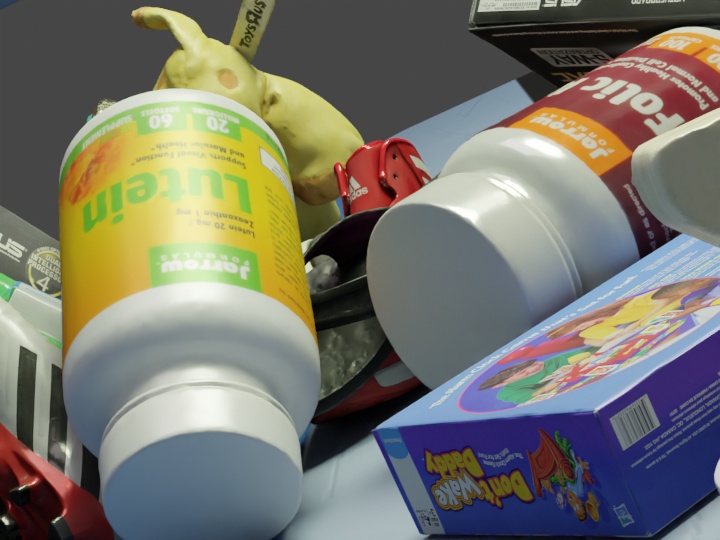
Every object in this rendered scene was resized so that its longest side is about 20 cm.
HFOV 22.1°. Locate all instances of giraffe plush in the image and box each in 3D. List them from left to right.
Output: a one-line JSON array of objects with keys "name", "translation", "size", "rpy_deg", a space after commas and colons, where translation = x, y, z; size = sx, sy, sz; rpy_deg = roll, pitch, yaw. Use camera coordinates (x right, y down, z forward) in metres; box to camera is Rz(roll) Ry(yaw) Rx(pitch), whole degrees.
[{"name": "giraffe plush", "translation": [-0.099, -0.049, 1.127], "size": [0.172, 0.201, 0.163], "rpy_deg": [15, 52, 13]}]

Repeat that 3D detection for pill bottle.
[{"name": "pill bottle", "translation": [-0.076, 0.023, 0.809], "size": [0.111, 0.111, 0.201], "rpy_deg": [-23, 43, 12]}, {"name": "pill bottle", "translation": [0.103, -0.025, 0.819], "size": [0.200, 0.115, 0.114], "rpy_deg": [-31, 10, -38]}]

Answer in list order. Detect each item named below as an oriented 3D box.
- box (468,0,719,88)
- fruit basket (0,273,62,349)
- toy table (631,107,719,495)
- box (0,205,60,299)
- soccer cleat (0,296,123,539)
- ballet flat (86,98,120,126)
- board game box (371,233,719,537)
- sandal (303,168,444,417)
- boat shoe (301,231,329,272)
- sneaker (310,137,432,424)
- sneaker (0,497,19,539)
[{"name": "box", "translation": [0.180, -0.120, 0.940], "size": [0.199, 0.050, 0.157], "rpy_deg": [4, -13, 40]}, {"name": "fruit basket", "translation": [-0.164, 0.050, 0.986], "size": [0.094, 0.185, 0.200], "rpy_deg": [-63, 7, 9]}, {"name": "toy table", "translation": [0.177, -0.017, 0.531], "size": [0.199, 0.118, 0.184], "rpy_deg": [-27, 8, -24]}, {"name": "box", "translation": [-0.209, 0.035, 1.153], "size": [0.161, 0.200, 0.049], "rpy_deg": [-16, 48, 49]}, {"name": "soccer cleat", "translation": [-0.154, 0.059, 0.850], "size": [0.085, 0.200, 0.069], "rpy_deg": [-17, -31, -45]}, {"name": "ballet flat", "translation": [-0.069, -0.007, 0.951], "size": [0.075, 0.201, 0.068], "rpy_deg": [-16, 23, 14]}, {"name": "board game box", "translation": [0.121, 0.028, 0.669], "size": [0.200, 0.045, 0.134], "rpy_deg": [-29, 9, -30]}, {"name": "sandal", "translation": [0.006, -0.004, 0.887], "size": [0.200, 0.048, 0.075], "rpy_deg": [-42, 43, -11]}, {"name": "boat shoe", "translation": [0.007, -0.001, 1.123], "size": [0.060, 0.072, 0.201], "rpy_deg": [-28, 5, 7]}, {"name": "sneaker", "translation": [0.000, 0.000, 0.972], "size": [0.078, 0.116, 0.200], "rpy_deg": [-22, 8, 21]}, {"name": "sneaker", "translation": [-0.205, 0.102, 1.030], "size": [0.076, 0.091, 0.200], "rpy_deg": [-27, 5, 24]}]
